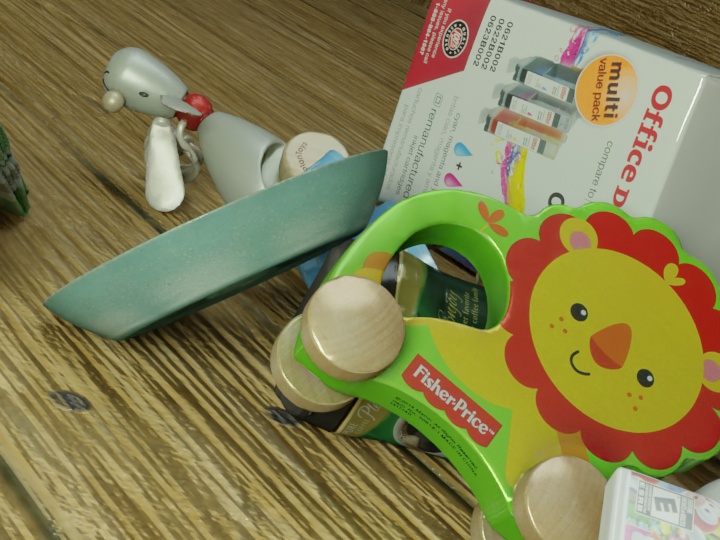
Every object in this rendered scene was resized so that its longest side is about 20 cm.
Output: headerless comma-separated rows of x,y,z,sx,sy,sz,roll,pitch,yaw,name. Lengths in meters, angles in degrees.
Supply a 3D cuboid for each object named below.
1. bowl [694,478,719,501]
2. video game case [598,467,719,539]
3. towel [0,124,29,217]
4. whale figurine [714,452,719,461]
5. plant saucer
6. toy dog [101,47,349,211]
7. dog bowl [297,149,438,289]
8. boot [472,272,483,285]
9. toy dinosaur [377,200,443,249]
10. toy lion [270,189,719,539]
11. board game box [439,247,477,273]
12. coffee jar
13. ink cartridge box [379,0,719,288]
0.264,0.168,0.721,0.199,0.075,0.200,13,16,-21,bowl
0.186,0.170,0.582,0.199,0.018,0.144,20,46,-3,video game case
-0.268,-0.094,0.838,0.149,0.031,0.200,23,-15,1,towel
0.234,0.051,0.952,0.200,0.104,0.159,34,20,-18,whale figurine
-0.070,-0.007,0.774,0.036,0.199,0.200,66,23,2,plant saucer
-0.107,-0.071,1.025,0.199,0.132,0.096,20,48,22,toy dog
0.000,0.000,0.901,0.049,0.112,0.200,-26,30,-9,dog bowl
0.133,-0.016,1.018,0.073,0.156,0.200,20,17,-6,boot
0.055,-0.036,1.003,0.101,0.058,0.200,-4,11,-17,toy dinosaur
0.086,0.034,0.700,0.200,0.069,0.192,40,60,-1,toy lion
0.150,-0.092,1.214,0.097,0.201,0.159,6,19,-44,board game box
0.059,0.055,0.772,0.199,0.104,0.086,18,50,-11,coffee jar
0.138,-0.071,0.874,0.200,0.146,0.144,29,16,38,ink cartridge box
